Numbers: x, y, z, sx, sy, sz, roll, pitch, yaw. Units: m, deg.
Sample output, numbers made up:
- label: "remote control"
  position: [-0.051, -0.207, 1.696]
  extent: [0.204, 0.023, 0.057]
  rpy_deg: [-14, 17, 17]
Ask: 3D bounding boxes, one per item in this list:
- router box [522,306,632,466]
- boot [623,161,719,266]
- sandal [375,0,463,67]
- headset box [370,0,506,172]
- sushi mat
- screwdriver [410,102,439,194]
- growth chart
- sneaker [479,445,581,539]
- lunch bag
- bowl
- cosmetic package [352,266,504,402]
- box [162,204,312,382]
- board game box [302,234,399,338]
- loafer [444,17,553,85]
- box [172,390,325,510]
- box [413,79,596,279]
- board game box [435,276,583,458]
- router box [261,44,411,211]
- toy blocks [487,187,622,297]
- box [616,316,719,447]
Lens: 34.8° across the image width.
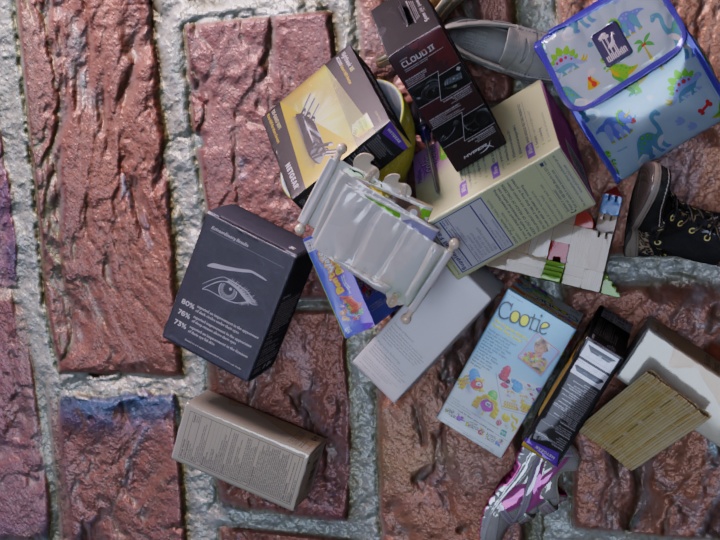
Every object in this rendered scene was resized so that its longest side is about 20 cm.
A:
- label: "router box"
  position: [0.275, 0.140, 1.443]
  extent: [0.052, 0.200, 0.158]
  rpy_deg: [31, 105, 10]
- label: "boot"
  position: [0.402, -0.061, 1.398]
  extent: [0.149, 0.201, 0.074]
  rpy_deg: [10, 65, 10]
- label: "sandal"
  position: [0.090, -0.341, 1.493]
  extent: [0.200, 0.080, 0.054]
  rpy_deg: [-43, 97, 12]
- label: "headset box"
  position: [0.089, -0.245, 1.406]
  extent: [0.077, 0.149, 0.201]
  rpy_deg: [-28, 122, 9]
- label: "sushi mat"
  position: [0.358, 0.194, 1.467]
  extent: [0.095, 0.012, 0.200]
  rpy_deg: [39, 147, 5]
- label: "screwdriver"
  position: [0.086, -0.155, 1.481]
  extent: [0.028, 0.201, 0.029]
  rpy_deg: [9, 134, -14]
- label: "growth chart"
  position: [0.020, -0.047, 1.381]
  extent: [0.199, 0.018, 0.145]
  rpy_deg: [38, 109, -2]
- label: "sneaker"
  position: [0.229, 0.303, 1.554]
  extent: [0.088, 0.081, 0.201]
  rpy_deg: [32, 107, 11]
- label: "lunch bag"
  position: [0.331, -0.238, 1.398]
  extent: [0.169, 0.128, 0.201]
  rpy_deg: [-31, 101, 18]
- label: "bowl"
  position: [0.003, -0.141, 1.526]
  extent: [0.199, 0.201, 0.108]
  rpy_deg: [-32, 130, 19]
- label: "cosmetic package"
  position: [0.093, 0.072, 1.545]
  extent: [0.085, 0.108, 0.200]
  rpy_deg: [43, 106, 7]
- label: "box"
  position: [-0.167, 0.029, 1.618]
  extent: [0.147, 0.104, 0.202]
  rpy_deg: [27, 105, 11]
- label: "board game box"
  position: [0.000, 0.000, 1.512]
  extent: [0.044, 0.200, 0.136]
  rpy_deg: [-23, 92, 18]
- label: "loafer"
  position: [0.197, -0.280, 1.476]
  extent: [0.198, 0.070, 0.071]
  rpy_deg: [14, 103, 14]
- label: "box"
  position: [-0.162, 0.257, 1.658]
  extent: [0.198, 0.078, 0.096]
  rpy_deg: [22, 105, 13]
- label: "box"
  position: [0.175, -0.115, 1.443]
  extent: [0.199, 0.177, 0.097]
  rpy_deg: [-29, 121, 18]
- label: "board game box"
  position: [0.199, 0.126, 1.523]
  extent: [0.104, 0.103, 0.201]
  rpy_deg: [31, 106, 10]
- label: "router box"
  position: [-0.035, -0.178, 1.464]
  extent: [0.157, 0.201, 0.052]
  rpy_deg: [-38, 130, 12]
- label: "toy blocks"
  position: [0.253, -0.055, 1.493]
  extent: [0.198, 0.100, 0.138]
  rpy_deg: [13, 91, 14]
- label: "box"
  position: [0.430, 0.152, 1.463]
  extent: [0.199, 0.095, 0.078]
  rpy_deg: [34, 106, 8]
